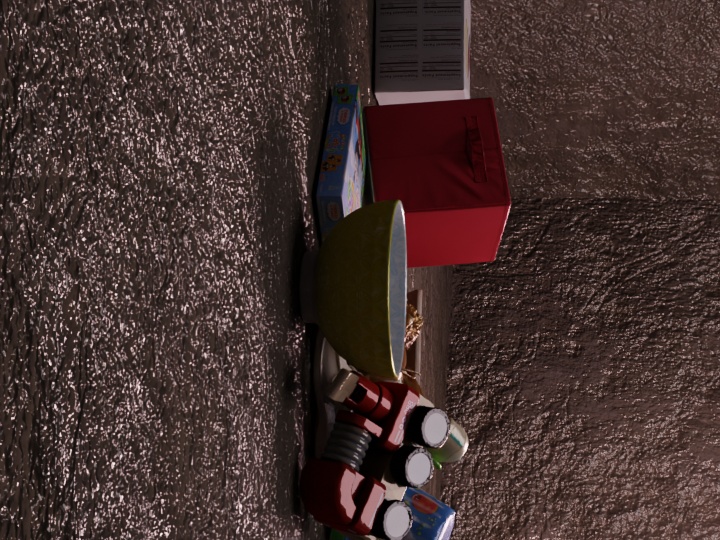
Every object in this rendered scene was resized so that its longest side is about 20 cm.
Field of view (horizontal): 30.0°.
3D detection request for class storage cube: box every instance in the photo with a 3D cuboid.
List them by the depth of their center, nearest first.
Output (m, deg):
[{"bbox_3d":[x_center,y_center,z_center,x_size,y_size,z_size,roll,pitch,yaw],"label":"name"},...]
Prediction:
[{"bbox_3d":[0.095,-0.118,1.836,0.200,0.179,0.171,94,-9,-64],"label":"storage cube"}]

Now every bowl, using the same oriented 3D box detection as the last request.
[{"bbox_3d":[-0.009,0.019,1.497,0.200,0.107,0.201,1,90,-83],"label":"bowl"}]

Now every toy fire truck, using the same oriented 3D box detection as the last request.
[{"bbox_3d":[-0.007,0.188,1.474,0.200,0.129,0.176,37,68,-34],"label":"toy fire truck"}]

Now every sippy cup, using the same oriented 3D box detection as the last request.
[{"bbox_3d":[0.046,0.327,1.720,0.140,0.130,0.178,-27,136,-66],"label":"sippy cup"}]

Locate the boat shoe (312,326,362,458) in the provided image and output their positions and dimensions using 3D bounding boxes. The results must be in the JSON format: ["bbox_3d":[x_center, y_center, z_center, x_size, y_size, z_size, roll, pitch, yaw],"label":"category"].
[{"bbox_3d":[-0.018,0.146,1.588,0.071,0.069,0.200,-41,130,-76],"label":"boat shoe"}]

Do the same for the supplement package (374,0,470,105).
[{"bbox_3d":[0.105,-0.363,2.191,0.191,0.147,0.200,48,43,-79],"label":"supplement package"}]

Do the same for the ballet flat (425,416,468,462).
[{"bbox_3d":[0.052,0.209,1.797,0.069,0.200,0.070,-7,98,-52],"label":"ballet flat"}]

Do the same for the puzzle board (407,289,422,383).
[{"bbox_3d":[0.043,0.138,1.917,0.151,0.017,0.200,-22,-119,56],"label":"puzzle board"}]

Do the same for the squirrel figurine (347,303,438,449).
[{"bbox_3d":[0.021,0.119,1.701,0.200,0.141,0.187,-95,175,-49],"label":"squirrel figurine"}]

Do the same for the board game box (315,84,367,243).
[{"bbox_3d":[-0.022,-0.108,1.664,0.151,0.037,0.200,84,11,-47],"label":"board game box"}]
